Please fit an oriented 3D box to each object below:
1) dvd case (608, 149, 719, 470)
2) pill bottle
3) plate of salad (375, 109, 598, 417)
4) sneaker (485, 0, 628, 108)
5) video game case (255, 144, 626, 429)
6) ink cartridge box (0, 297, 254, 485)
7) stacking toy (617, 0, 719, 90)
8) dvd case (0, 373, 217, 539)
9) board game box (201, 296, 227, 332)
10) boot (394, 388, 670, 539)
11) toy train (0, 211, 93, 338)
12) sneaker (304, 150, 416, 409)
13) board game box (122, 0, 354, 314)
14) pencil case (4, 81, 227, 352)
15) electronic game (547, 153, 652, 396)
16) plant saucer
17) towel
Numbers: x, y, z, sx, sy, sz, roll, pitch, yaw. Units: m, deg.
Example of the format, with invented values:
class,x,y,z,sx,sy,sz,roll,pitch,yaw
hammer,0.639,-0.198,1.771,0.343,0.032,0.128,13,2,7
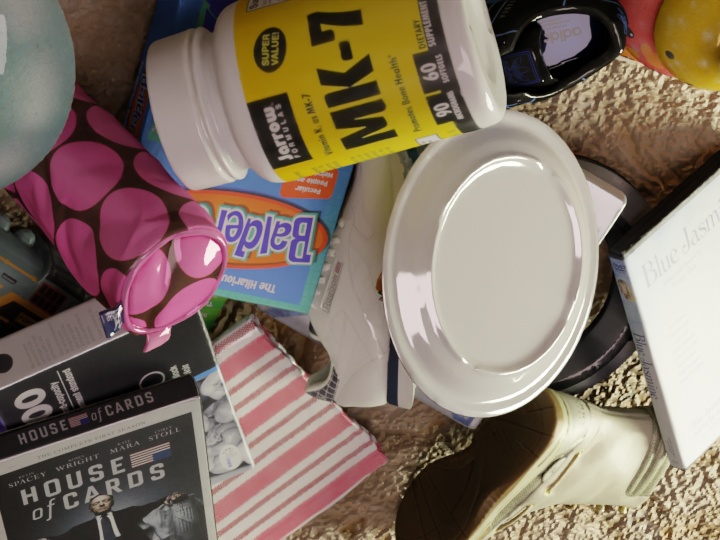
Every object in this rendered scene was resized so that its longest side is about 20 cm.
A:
class,x,y,z,sx,sy,sz,roll,pitch,yaw
dvd case,0.250,0.026,1.812,0.142,0.017,0.201,-39,127,-27
pill bottle,-0.021,-0.119,1.520,0.199,0.115,0.115,-15,126,12
plate of salad,0.081,-0.005,1.647,0.199,0.048,0.202,-5,98,-42
sneaker,0.073,-0.132,1.590,0.199,0.078,0.071,-22,112,2
video game case,0.054,-0.013,1.724,0.182,0.022,0.201,29,109,-11
ink cartridge box,-0.182,0.102,1.645,0.199,0.044,0.199,-22,143,-5
stacking toy,0.223,-0.165,1.616,0.145,0.200,0.147,-9,122,-14
dvd case,-0.171,0.155,1.660,0.149,0.025,0.201,-18,144,-12
board game box,-0.137,0.009,1.701,0.095,0.030,0.201,19,110,-27
boot,0.131,0.159,1.858,0.154,0.072,0.200,7,138,-41
toy train,-0.260,0.009,1.626,0.200,0.085,0.114,36,96,-36
sneaker,0.000,0.000,1.682,0.080,0.076,0.202,3,110,9
board game box,-0.078,-0.083,1.631,0.151,0.045,0.201,11,104,-25
pencil case,-0.170,-0.044,1.558,0.090,0.200,0.094,-22,142,-29
electronic game,0.120,0.008,1.782,0.198,0.042,0.201,-5,118,-9
plant saucer,-0.269,-0.122,1.488,0.199,0.039,0.202,5,121,8
towel,-0.084,0.122,1.774,0.146,0.030,0.200,-36,134,7
